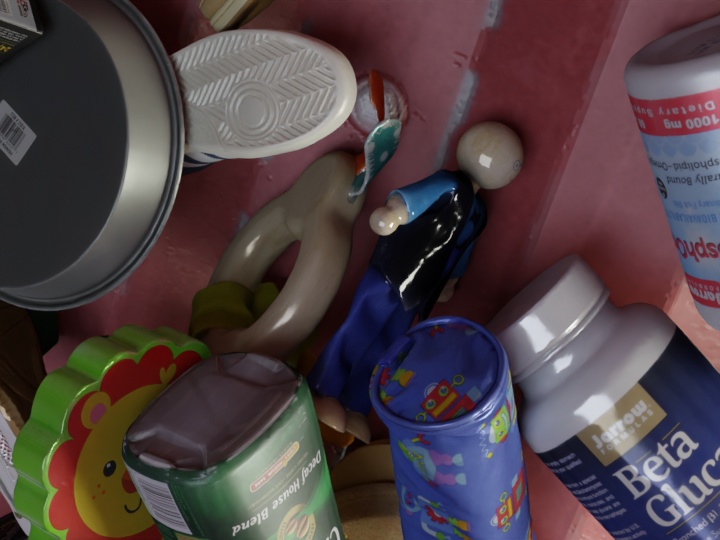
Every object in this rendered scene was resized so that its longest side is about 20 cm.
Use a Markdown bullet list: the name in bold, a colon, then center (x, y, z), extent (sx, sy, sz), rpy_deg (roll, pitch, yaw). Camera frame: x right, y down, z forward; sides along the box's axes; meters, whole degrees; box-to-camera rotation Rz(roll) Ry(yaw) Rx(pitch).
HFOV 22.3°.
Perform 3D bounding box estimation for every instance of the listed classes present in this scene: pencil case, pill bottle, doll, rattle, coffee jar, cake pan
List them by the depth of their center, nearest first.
- **pill bottle**: center (0.220, -0.034, 0.980), extent (0.108, 0.109, 0.201), rpy_deg (-13, 107, 24)
- **coffee jar**: center (-0.057, 0.151, 1.023), extent (0.085, 0.104, 0.200), rpy_deg (15, 135, 37)
- **pencil case**: center (0.053, 0.113, 1.048), extent (0.087, 0.078, 0.200), rpy_deg (22, 146, 27)
- **pill bottle**: center (0.161, 0.090, 1.052), extent (0.200, 0.111, 0.111), rpy_deg (47, 119, -4)
- **doll**: center (0.031, 0.001, 1.056), extent (0.048, 0.136, 0.200), rpy_deg (30, 88, 25)
- **cake pan**: center (-0.194, -0.076, 1.063), extent (0.200, 0.037, 0.201), rpy_deg (0, 91, 30)
- **rattle**: center (0.000, 0.000, 1.098), extent (0.143, 0.130, 0.200), rpy_deg (37, 93, -11)

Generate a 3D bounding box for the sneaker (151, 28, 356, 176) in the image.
- **sneaker**: center (-0.080, -0.096, 1.069), extent (0.199, 0.084, 0.075), rpy_deg (-5, 89, 29)

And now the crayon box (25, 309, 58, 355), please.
- **crayon box**: center (-0.304, -0.032, 1.194), extent (0.199, 0.058, 0.173), rpy_deg (6, 114, 16)

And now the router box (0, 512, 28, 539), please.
- **router box**: center (-0.215, 0.205, 1.212), extent (0.200, 0.150, 0.062), rpy_deg (-28, 102, 27)

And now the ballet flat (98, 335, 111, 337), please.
- **ballet flat**: center (-0.147, 0.086, 1.123), extent (0.057, 0.200, 0.067), rpy_deg (-29, 76, -5)

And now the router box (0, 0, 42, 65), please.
- **router box**: center (-0.279, -0.187, 1.068), extent (0.157, 0.052, 0.200), rpy_deg (-30, 66, 28)

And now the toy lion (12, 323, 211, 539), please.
- **toy lion**: center (-0.125, 0.129, 1.041), extent (0.069, 0.200, 0.192), rpy_deg (21, 89, 36)

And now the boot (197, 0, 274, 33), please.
- **boot**: center (-0.074, -0.248, 1.013), extent (0.155, 0.073, 0.200), rpy_deg (36, 117, 2)

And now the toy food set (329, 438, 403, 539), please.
- **toy food set**: center (0.030, 0.220, 1.191), extent (0.200, 0.049, 0.198), rpy_deg (39, 119, 0)

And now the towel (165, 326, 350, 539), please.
- **towel**: center (-0.059, 0.116, 1.117), extent (0.200, 0.018, 0.086), rpy_deg (49, 161, -1)

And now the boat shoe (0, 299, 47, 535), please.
- **boat shoe**: center (-0.232, 0.077, 1.130), extent (0.069, 0.071, 0.200), rpy_deg (-31, 84, 30)
